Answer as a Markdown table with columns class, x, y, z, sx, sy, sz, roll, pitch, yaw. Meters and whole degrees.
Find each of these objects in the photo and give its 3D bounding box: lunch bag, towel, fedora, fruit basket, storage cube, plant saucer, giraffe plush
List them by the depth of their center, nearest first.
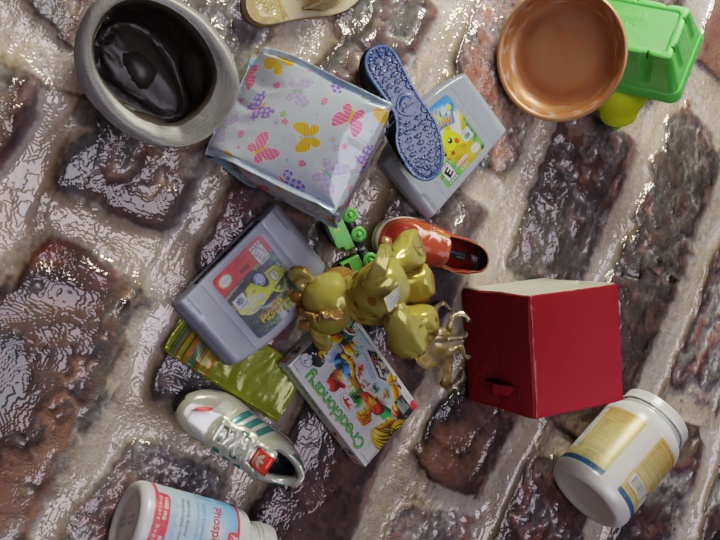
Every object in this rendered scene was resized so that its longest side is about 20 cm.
| class | x | y | z | sx | sy | sz | roll | pitch | yaw |
| --- | --- | --- | --- | --- | --- | --- | --- | --- | --- |
| fedora | -0.255 | -0.240 | 1.073 | 0.200 | 0.090 | 0.177 | 38 | 74 | -19 |
| lunch bag | -0.081 | -0.178 | 1.153 | 0.199 | 0.127 | 0.170 | 26 | 83 | 0 |
| giraffe plush | -0.003 | 0.040 | 1.171 | 0.200 | 0.162 | 0.173 | 1 | 80 | -66 |
| towel | -0.167 | 0.122 | 1.190 | 0.200 | 0.018 | 0.086 | 38 | 76 | -26 |
| plant saucer | 0.307 | -0.328 | 1.335 | 0.037 | 0.199 | 0.201 | -22 | 106 | -60 |
| storage cube | 0.278 | 0.111 | 1.347 | 0.199 | 0.171 | 0.181 | -7 | 96 | -27 |
| fruit basket | 0.427 | -0.330 | 1.408 | 0.215 | 0.215 | 0.156 | 31 | 77 | -27 |

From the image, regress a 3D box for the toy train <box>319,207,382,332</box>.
| class | x | y | z | sx | sy | sz | roll | pitch | yaw |
| --- | --- | --- | --- | --- | --- | --- | --- | --- | --- |
| toy train | 0.000 | 0.000 | 1.253 | 0.056 | 0.042 | 0.201 | -26 | 101 | -10 |

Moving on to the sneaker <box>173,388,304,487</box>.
| class | x | y | z | sx | sy | sz | roll | pitch | yaw |
| --- | --- | --- | --- | --- | --- | --- | --- | --- | --- |
| sneaker | -0.151 | 0.225 | 1.158 | 0.200 | 0.093 | 0.070 | 37 | 85 | -27 |

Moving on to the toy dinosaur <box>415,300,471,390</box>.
| class | x | y | z | sx | sy | sz | roll | pitch | yaw |
| --- | --- | --- | --- | --- | --- | --- | --- | --- | --- |
| toy dinosaur | 0.111 | 0.095 | 1.318 | 0.101 | 0.058 | 0.200 | -43 | 112 | -18 |

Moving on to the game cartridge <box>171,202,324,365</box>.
| class | x | y | z | sx | sy | sz | roll | pitch | yaw |
| --- | --- | --- | --- | --- | --- | --- | --- | --- | --- |
| game cartridge | -0.141 | 0.023 | 1.178 | 0.200 | 0.041 | 0.133 | -48 | 118 | -23 |

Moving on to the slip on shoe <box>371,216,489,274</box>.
| class | x | y | z | sx | sy | sz | roll | pitch | yaw |
| --- | --- | --- | --- | --- | --- | --- | --- | --- | --- |
| slip on shoe | 0.107 | -0.034 | 1.305 | 0.199 | 0.061 | 0.074 | 14 | 89 | -27 |

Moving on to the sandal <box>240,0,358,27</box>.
| class | x | y | z | sx | sy | sz | roll | pitch | yaw |
| --- | --- | --- | --- | --- | --- | --- | --- | --- | --- |
| sandal | -0.055 | -0.381 | 1.184 | 0.211 | 0.070 | 0.078 | -27 | 106 | -24 |

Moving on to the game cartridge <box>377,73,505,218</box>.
| class | x | y | z | sx | sy | sz | roll | pitch | yaw |
| --- | --- | --- | --- | --- | --- | --- | --- | --- | --- |
| game cartridge | 0.121 | -0.193 | 1.315 | 0.133 | 0.040 | 0.200 | 47 | 72 | -19 |

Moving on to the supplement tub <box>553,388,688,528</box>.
| class | x | y | z | sx | sy | sz | roll | pitch | yaw |
| --- | --- | --- | --- | --- | --- | --- | --- | --- | --- |
| supplement tub | 0.434 | 0.309 | 1.460 | 0.200 | 0.145 | 0.145 | -41 | 111 | -20 |

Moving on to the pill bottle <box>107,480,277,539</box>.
| class | x | y | z | sx | sy | sz | roll | pitch | yaw |
| --- | --- | --- | --- | --- | --- | --- | --- | --- | --- |
| pill bottle | -0.212 | 0.346 | 1.129 | 0.199 | 0.109 | 0.109 | 24 | 82 | -28 |

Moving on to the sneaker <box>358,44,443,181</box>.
| class | x | y | z | sx | sy | sz | roll | pitch | yaw |
| --- | --- | --- | --- | --- | --- | --- | --- | --- | --- |
| sneaker | 0.056 | -0.220 | 1.240 | 0.070 | 0.078 | 0.201 | -24 | 98 | -6 |

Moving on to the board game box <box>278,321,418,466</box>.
| class | x | y | z | sx | sy | sz | roll | pitch | yaw |
| --- | --- | --- | --- | --- | --- | --- | --- | --- | --- |
| board game box | -0.014 | 0.165 | 1.261 | 0.126 | 0.035 | 0.200 | -45 | 113 | -25 |
